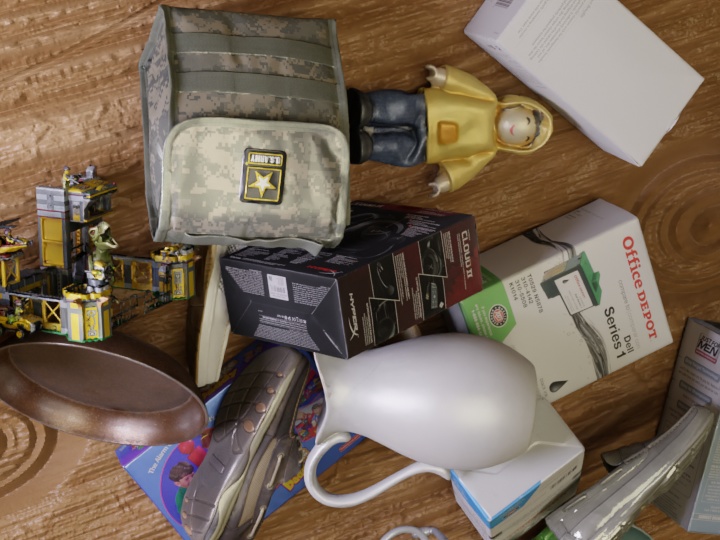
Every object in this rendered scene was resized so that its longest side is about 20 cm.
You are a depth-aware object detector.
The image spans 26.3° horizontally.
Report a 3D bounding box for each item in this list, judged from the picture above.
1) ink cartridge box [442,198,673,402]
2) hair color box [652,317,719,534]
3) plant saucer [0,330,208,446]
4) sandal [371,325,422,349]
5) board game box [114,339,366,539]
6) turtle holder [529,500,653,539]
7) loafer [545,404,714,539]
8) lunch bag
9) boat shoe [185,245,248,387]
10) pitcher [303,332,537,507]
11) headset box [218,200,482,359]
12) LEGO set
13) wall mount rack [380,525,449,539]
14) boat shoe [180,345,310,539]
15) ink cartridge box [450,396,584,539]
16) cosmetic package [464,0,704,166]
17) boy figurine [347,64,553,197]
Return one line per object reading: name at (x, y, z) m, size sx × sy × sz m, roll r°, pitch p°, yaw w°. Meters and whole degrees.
ink cartridge box at (0.189, 0.038, 1.506) m, size 0.200 × 0.084 × 0.146 m, roll -25°, pitch 112°, yaw -11°
hair color box at (0.361, 0.160, 1.592) m, size 0.060 × 0.099 × 0.201 m, roll 8°, pitch 102°, yaw -22°
plant saucer at (-0.225, 0.096, 1.329) m, size 0.200 × 0.200 × 0.035 m, roll 25°, pitch 57°, yaw -24°
sandal at (0.031, 0.118, 1.474) m, size 0.070 × 0.078 × 0.212 m, roll -29°, pitch 117°, yaw -20°
board game box at (-0.110, 0.162, 1.454) m, size 0.200 × 0.045 × 0.135 m, roll -38°, pitch 113°, yaw -7°
turtle holder at (0.239, 0.310, 1.569) m, size 0.141 × 0.132 × 0.186 m, roll -42°, pitch 116°, yaw -5°
loafer at (0.266, 0.198, 1.516) m, size 0.200 × 0.070 × 0.070 m, roll -42°, pitch 157°, yaw -13°
lunch bag at (-0.097, -0.112, 1.301) m, size 0.163 × 0.118 × 0.201 m, roll 2°, pitch 65°, yaw -20°
boat shoe at (-0.114, 0.011, 1.398) m, size 0.069 × 0.071 × 0.201 m, roll 7°, pitch 101°, yaw -19°
pitcher at (0.050, 0.138, 1.391) m, size 0.199 × 0.121 × 0.172 m, roll 5°, pitch 107°, yaw -3°
headset box at (0.000, 0.000, 1.365) m, size 0.200 × 0.149 × 0.077 m, roll -24°, pitch 114°, yaw -42°
LEGO set at (-0.229, -0.024, 1.286) m, size 0.200 × 0.153 × 0.116 m, roll -22°, pitch 117°, yaw -55°
wall mount rack at (0.015, 0.342, 1.537) m, size 0.173 × 0.075 × 0.201 m, roll -16°, pitch 109°, yaw -19°
boat shoe at (-0.093, 0.161, 1.404) m, size 0.073 × 0.074 × 0.200 m, roll 21°, pitch 102°, yaw -36°
ink cartridge box at (0.154, 0.206, 1.515) m, size 0.116 × 0.200 × 0.068 m, roll -36°, pitch 70°, yaw -7°
cosmetic package at (0.211, -0.201, 1.450) m, size 0.200 × 0.085 × 0.108 m, roll 38°, pitch 90°, yaw -25°
boy figurine at (0.085, -0.129, 1.437) m, size 0.199 × 0.064 × 0.125 m, roll 0°, pitch 102°, yaw -16°
